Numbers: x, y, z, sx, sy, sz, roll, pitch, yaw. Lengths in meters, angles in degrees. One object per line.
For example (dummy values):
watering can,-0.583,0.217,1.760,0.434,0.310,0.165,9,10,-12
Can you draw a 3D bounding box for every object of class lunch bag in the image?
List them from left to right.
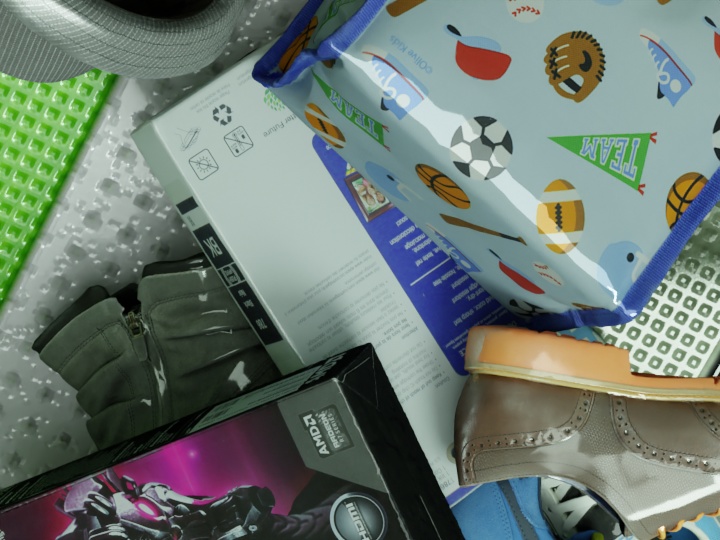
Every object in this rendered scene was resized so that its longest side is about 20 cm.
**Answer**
lunch bag,0.084,-0.102,1.189,0.170,0.124,0.200,41,74,-15

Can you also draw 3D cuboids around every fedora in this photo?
fedora,-0.135,-0.151,1.154,0.090,0.177,0.200,-29,115,37

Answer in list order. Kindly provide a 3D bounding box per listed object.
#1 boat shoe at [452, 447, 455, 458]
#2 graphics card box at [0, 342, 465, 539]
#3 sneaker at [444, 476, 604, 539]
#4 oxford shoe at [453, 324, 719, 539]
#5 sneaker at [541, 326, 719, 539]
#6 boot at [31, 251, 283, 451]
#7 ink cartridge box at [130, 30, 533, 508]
boat shoe,0.030,0.134,1.309,0.070,0.071,0.201,-17,117,30
graphics card box,-0.058,0.123,1.203,0.199,0.051,0.126,-22,98,23
sneaker,0.091,0.165,1.252,0.078,0.066,0.201,-33,108,-9
oxford shoe,0.134,0.076,1.193,0.199,0.071,0.073,12,83,2
sneaker,0.101,0.086,1.288,0.072,0.073,0.200,-37,107,10
boot,-0.103,0.079,1.277,0.200,0.068,0.131,-33,88,24
ink cartridge box,0.000,0.000,1.221,0.099,0.039,0.201,-33,93,-20
